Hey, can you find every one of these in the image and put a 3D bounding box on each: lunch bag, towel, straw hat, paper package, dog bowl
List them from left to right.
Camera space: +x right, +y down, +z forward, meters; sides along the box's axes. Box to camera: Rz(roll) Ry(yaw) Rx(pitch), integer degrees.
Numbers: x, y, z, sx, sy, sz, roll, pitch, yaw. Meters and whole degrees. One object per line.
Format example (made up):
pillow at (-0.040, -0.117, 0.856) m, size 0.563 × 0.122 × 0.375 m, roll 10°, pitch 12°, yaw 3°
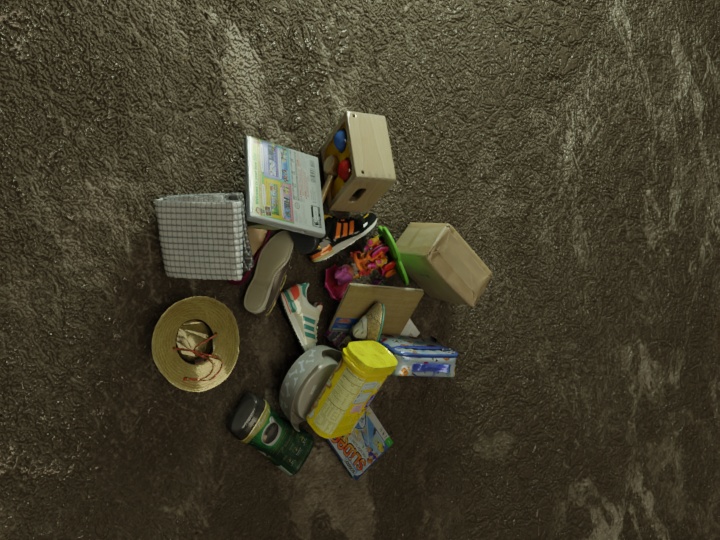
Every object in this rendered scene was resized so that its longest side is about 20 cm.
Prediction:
straw hat at (-0.355, 0.146, 1.440) m, size 0.195 × 0.085 × 0.208 m, roll -6°, pitch 103°, yaw -26°
towel at (-0.314, -0.073, 1.389) m, size 0.085 × 0.194 × 0.171 m, roll -34°, pitch 123°, yaw -68°
dog bowl at (-0.104, 0.261, 1.536) m, size 0.198 × 0.058 × 0.205 m, roll -35°, pitch 140°, yaw -36°
lunch bag at (0.132, 0.204, 1.614) m, size 0.195 × 0.159 × 0.078 m, roll 4°, pitch 97°, yaw -29°
paper package at (0.191, -0.017, 1.640) m, size 0.191 × 0.199 × 0.104 m, roll 45°, pitch 75°, yaw -22°

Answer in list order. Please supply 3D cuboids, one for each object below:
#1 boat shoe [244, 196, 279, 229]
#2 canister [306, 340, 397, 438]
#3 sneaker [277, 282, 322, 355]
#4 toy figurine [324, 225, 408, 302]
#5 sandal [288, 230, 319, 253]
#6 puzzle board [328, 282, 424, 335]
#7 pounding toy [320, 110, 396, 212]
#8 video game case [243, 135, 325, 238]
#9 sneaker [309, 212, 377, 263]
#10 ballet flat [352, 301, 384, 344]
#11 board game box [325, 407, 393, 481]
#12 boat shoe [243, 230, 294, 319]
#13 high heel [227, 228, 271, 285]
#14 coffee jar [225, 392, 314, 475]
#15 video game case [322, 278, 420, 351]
boat shoe at (-0.248, -0.125, 1.451) m, size 0.194 × 0.067 × 0.074 m, roll -1°, pitch 62°, yaw -9°
canister at (-0.021, 0.263, 1.497) m, size 0.147 × 0.086 × 0.203 m, roll 5°, pitch 121°, yaw -57°
sneaker at (-0.116, 0.124, 1.567) m, size 0.092 × 0.070 × 0.205 m, roll -27°, pitch 104°, yaw -16°
toy figurine at (0.000, 0.000, 1.565) m, size 0.180 × 0.200 × 0.153 m, roll -28°, pitch 75°, yaw -4°
sandal at (-0.145, -0.135, 1.522) m, size 0.043 × 0.074 × 0.206 m, roll -12°, pitch 83°, yaw -63°
puzzle board at (0.036, 0.091, 1.588) m, size 0.194 × 0.018 × 0.153 m, roll 6°, pitch 132°, yaw -26°
pounding toy at (-0.033, -0.216, 1.518) m, size 0.138 × 0.200 × 0.190 m, roll 2°, pitch 67°, yaw -27°
video game case at (-0.162, -0.177, 1.445) m, size 0.178 × 0.022 × 0.206 m, roll 12°, pitch 57°, yaw -33°
sneaker at (-0.048, -0.100, 1.584) m, size 0.198 × 0.070 × 0.092 m, roll -34°, pitch 103°, yaw -22°
ballet flat at (0.007, 0.163, 1.569) m, size 0.063 × 0.071 × 0.206 m, roll 4°, pitch 116°, yaw -15°
board game box at (-0.021, 0.390, 1.661) m, size 0.135 × 0.034 × 0.203 m, roll -40°, pitch 111°, yaw -19°
boat shoe at (-0.197, 0.009, 1.522) m, size 0.060 × 0.070 × 0.205 m, roll 60°, pitch 47°, yaw -61°
high heel at (-0.230, -0.058, 1.478) m, size 0.066 × 0.096 × 0.204 m, roll 29°, pitch 82°, yaw -25°
coffee jar at (-0.205, 0.367, 1.536) m, size 0.200 × 0.085 × 0.106 m, roll 43°, pitch 71°, yaw -25°
video game case at (0.031, 0.155, 1.665) m, size 0.200 × 0.036 × 0.183 m, roll -45°, pitch 113°, yaw -16°
